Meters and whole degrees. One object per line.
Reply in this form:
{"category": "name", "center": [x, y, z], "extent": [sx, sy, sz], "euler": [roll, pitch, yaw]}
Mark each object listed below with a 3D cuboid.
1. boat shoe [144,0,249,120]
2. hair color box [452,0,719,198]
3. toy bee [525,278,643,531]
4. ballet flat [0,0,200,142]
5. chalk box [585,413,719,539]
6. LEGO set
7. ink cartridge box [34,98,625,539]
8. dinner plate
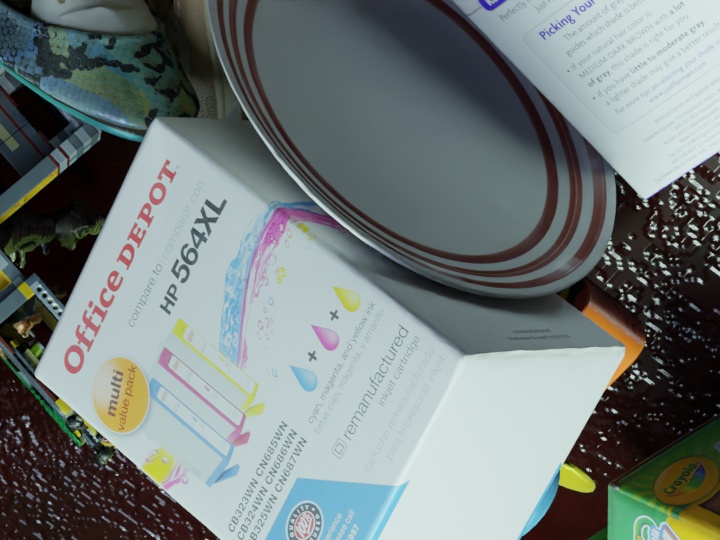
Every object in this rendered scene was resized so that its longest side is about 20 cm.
{"category": "boat shoe", "center": [-0.071, -0.103, 1.256], "extent": [0.064, 0.071, 0.201], "euler": [9, 129, 17]}
{"category": "hair color box", "center": [0.093, -0.137, 1.162], "extent": [0.200, 0.065, 0.109], "euler": [44, 131, -14]}
{"category": "toy bee", "center": [0.031, 0.073, 1.267], "extent": [0.200, 0.109, 0.131], "euler": [-33, 118, -4]}
{"category": "ballet flat", "center": [-0.137, -0.121, 1.233], "extent": [0.200, 0.074, 0.074], "euler": [32, 140, 39]}
{"category": "chalk box", "center": [0.187, 0.138, 1.261], "extent": [0.200, 0.124, 0.124], "euler": [23, 128, 37]}
{"category": "LEGO set", "center": [-0.141, -0.020, 1.333], "extent": [0.200, 0.116, 0.154], "euler": [48, 172, 9]}
{"category": "ink cartridge box", "center": [-0.023, 0.030, 1.158], "extent": [0.200, 0.125, 0.129], "euler": [37, 110, 28]}
{"category": "dinner plate", "center": [0.019, -0.067, 1.155], "extent": [0.200, 0.200, 0.024], "euler": [38, 127, -7]}
